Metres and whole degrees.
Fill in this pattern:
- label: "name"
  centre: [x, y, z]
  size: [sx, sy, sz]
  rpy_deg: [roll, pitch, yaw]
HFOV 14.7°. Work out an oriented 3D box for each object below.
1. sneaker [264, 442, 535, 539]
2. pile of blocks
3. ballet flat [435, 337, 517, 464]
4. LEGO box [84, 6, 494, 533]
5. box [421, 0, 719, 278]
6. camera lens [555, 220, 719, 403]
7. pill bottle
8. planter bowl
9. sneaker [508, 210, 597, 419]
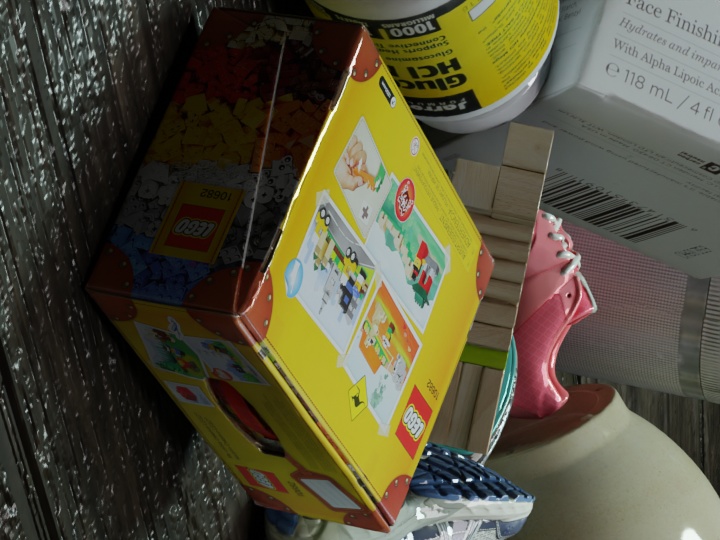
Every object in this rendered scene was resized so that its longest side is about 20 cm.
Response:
- label: "sneaker"
  centre: [0.013, 0.144, 1.486]
  size: [0.200, 0.077, 0.085]
  rpy_deg: [-3, 116, -48]
- label: "pile of blocks"
  centre: [0.054, 0.004, 1.461]
  size: [0.082, 0.062, 0.200]
  rpy_deg: [-72, 174, -61]
- label: "ballet flat"
  centre: [0.033, 0.113, 1.591]
  size: [0.072, 0.072, 0.200]
  rpy_deg: [77, 29, -52]
- label: "LEGO box"
  centre: [-0.024, 0.003, 1.240]
  size: [0.149, 0.077, 0.200]
  rpy_deg: [-67, 150, -24]
- label: "box"
  centre: [0.169, -0.101, 1.514]
  size: [0.200, 0.199, 0.131]
  rpy_deg: [-21, -130, 65]
- label: "camera lens"
  centre: [0.204, -0.001, 1.804]
  size: [0.160, 0.200, 0.160]
  rpy_deg: [11, 90, -72]
- label: "pill bottle"
  centre: [0.033, -0.138, 1.330]
  size: [0.200, 0.112, 0.112]
  rpy_deg: [52, 52, -67]
- label: "planter bowl"
  centre: [0.122, 0.152, 1.709]
  size: [0.135, 0.200, 0.200]
  rpy_deg: [68, 26, -11]
- label: "sneaker"
  centre: [0.105, -0.005, 1.682]
  size: [0.074, 0.087, 0.200]
  rpy_deg: [-11, 111, -72]
